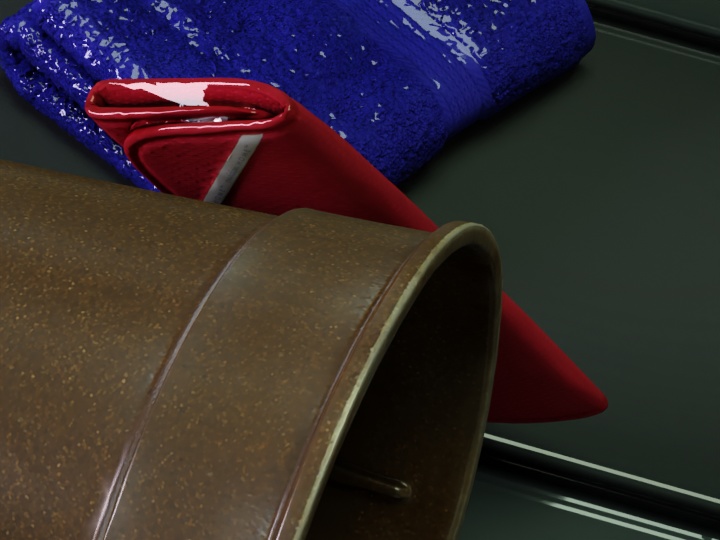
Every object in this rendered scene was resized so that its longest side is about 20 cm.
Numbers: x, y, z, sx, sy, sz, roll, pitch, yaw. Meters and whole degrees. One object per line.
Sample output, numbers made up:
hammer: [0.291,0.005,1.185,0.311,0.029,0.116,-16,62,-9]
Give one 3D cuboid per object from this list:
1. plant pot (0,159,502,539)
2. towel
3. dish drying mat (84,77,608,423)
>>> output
plant pot: [-0.086,0.057,0.708,0.197,0.201,0.201,16,44,14]
towel: [-0.020,-0.094,0.960,0.147,0.050,0.200,36,48,22]
dish drying mat: [0.000,0.000,0.774,0.076,0.200,0.018,0,63,33]
